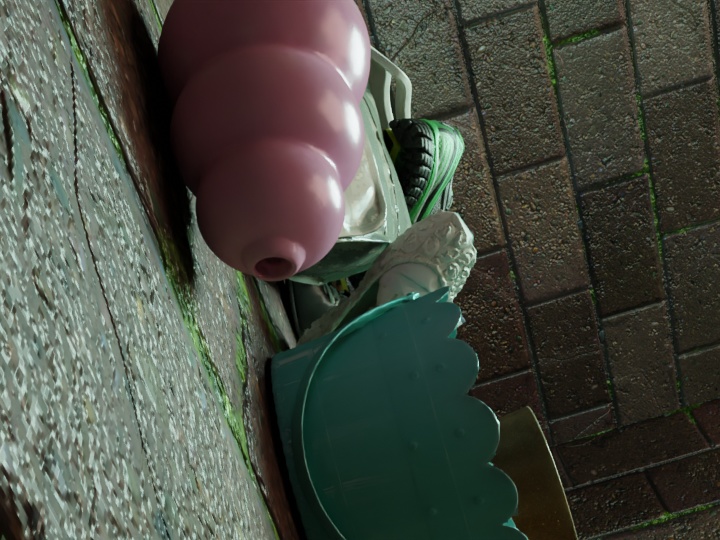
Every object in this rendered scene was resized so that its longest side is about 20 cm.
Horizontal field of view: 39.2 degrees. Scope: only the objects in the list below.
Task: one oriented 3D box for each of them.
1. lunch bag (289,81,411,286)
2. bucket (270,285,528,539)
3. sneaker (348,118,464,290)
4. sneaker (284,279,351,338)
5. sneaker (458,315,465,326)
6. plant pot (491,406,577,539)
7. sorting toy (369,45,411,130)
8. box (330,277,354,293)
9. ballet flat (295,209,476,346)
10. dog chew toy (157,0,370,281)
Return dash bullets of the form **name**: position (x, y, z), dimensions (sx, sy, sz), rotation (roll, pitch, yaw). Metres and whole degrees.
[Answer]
- **lunch bag**: position (-0.042, -0.084, 0.805), dimensions (0.200, 0.117, 0.164), rotation (12, 60, -71)
- **bucket**: position (0.026, 0.124, 0.702), dimensions (0.207, 0.135, 0.207), rotation (-17, 90, -88)
- **sneaker**: position (0.047, -0.045, 0.938), dimensions (0.078, 0.085, 0.200), rotation (44, -53, 36)
- **sneaker**: position (-0.016, 0.050, 0.958), dimensions (0.074, 0.088, 0.200), rotation (-102, 174, -56)
- **sneaker**: position (0.056, 0.071, 1.193), dimensions (0.070, 0.082, 0.200), rotation (42, -11, -1)
- **plant pot**: position (0.108, 0.260, 1.062), dimensions (0.187, 0.200, 0.187), rotation (-16, 90, -89)
- **sorting toy**: position (-0.020, -0.176, 0.962), dimensions (0.180, 0.107, 0.200), rotation (36, -32, 32)
- **box**: position (0.000, 0.000, 1.086), dimensions (0.050, 0.075, 0.200), rotation (117, -34, -42)
- **ballet flat**: position (0.018, 0.038, 0.799), dimensions (0.072, 0.200, 0.072), rotation (31, 31, -22)
- **dog chew toy**: position (-0.051, -0.083, 0.565), dimensions (0.125, 0.124, 0.200), rotation (72, 10, -55)
